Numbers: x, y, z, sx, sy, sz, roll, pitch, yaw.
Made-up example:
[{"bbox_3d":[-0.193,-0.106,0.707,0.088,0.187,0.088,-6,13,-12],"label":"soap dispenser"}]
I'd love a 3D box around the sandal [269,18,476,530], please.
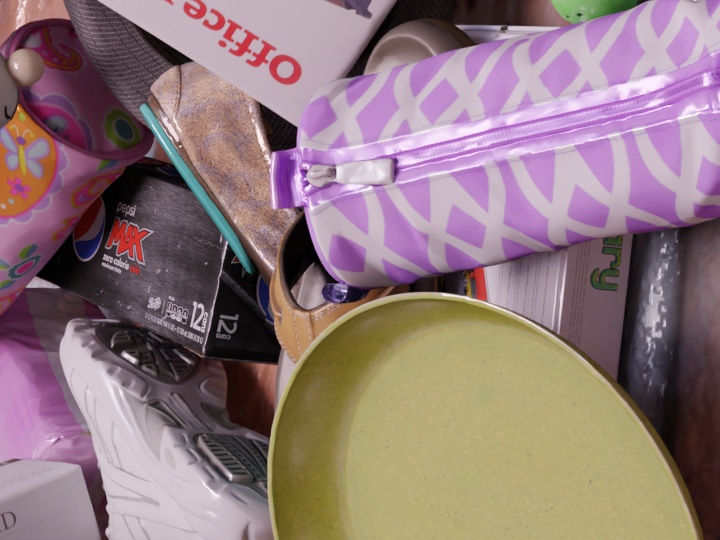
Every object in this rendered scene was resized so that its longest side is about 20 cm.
[{"bbox_3d":[0.000,0.000,1.141,0.081,0.054,0.201,23,103,39],"label":"sandal"}]

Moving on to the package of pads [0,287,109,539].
[{"bbox_3d":[-0.171,0.120,1.462,0.201,0.075,0.121,-63,35,29],"label":"package of pads"}]

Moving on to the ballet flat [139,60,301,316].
[{"bbox_3d":[-0.017,-0.005,1.225,0.201,0.067,0.068,60,177,-1],"label":"ballet flat"}]

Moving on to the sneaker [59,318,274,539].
[{"bbox_3d":[-0.094,0.094,1.317,0.200,0.077,0.100,49,123,53],"label":"sneaker"}]

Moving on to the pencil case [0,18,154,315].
[{"bbox_3d":[-0.176,-0.030,1.372,0.200,0.087,0.088,-46,46,39],"label":"pencil case"}]

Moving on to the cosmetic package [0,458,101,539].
[{"bbox_3d":[-0.163,0.196,1.336,0.081,0.112,0.201,2,111,57],"label":"cosmetic package"}]

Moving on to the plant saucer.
[{"bbox_3d":[0.051,0.099,1.077,0.199,0.031,0.201,17,119,34],"label":"plant saucer"}]

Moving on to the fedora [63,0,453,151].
[{"bbox_3d":[-0.043,-0.157,1.269,0.090,0.176,0.201,-73,-32,-68],"label":"fedora"}]

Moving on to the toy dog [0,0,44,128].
[{"bbox_3d":[-0.167,-0.166,1.238,0.132,0.096,0.201,-91,-17,-67],"label":"toy dog"}]

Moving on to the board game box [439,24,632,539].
[{"bbox_3d":[0.055,0.006,1.150,0.126,0.034,0.202,10,94,59],"label":"board game box"}]

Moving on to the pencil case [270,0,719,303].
[{"bbox_3d":[0.067,-0.048,1.037,0.199,0.085,0.085,-14,73,30],"label":"pencil case"}]

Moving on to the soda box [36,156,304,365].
[{"bbox_3d":[-0.084,-0.010,1.359,0.200,0.063,0.071,20,100,58],"label":"soda box"}]

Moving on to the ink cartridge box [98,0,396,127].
[{"bbox_3d":[-0.025,-0.180,1.162,0.201,0.144,0.084,-56,7,22],"label":"ink cartridge box"}]

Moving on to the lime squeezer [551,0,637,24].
[{"bbox_3d":[0.085,-0.136,1.134,0.200,0.037,0.071,48,127,54],"label":"lime squeezer"}]
